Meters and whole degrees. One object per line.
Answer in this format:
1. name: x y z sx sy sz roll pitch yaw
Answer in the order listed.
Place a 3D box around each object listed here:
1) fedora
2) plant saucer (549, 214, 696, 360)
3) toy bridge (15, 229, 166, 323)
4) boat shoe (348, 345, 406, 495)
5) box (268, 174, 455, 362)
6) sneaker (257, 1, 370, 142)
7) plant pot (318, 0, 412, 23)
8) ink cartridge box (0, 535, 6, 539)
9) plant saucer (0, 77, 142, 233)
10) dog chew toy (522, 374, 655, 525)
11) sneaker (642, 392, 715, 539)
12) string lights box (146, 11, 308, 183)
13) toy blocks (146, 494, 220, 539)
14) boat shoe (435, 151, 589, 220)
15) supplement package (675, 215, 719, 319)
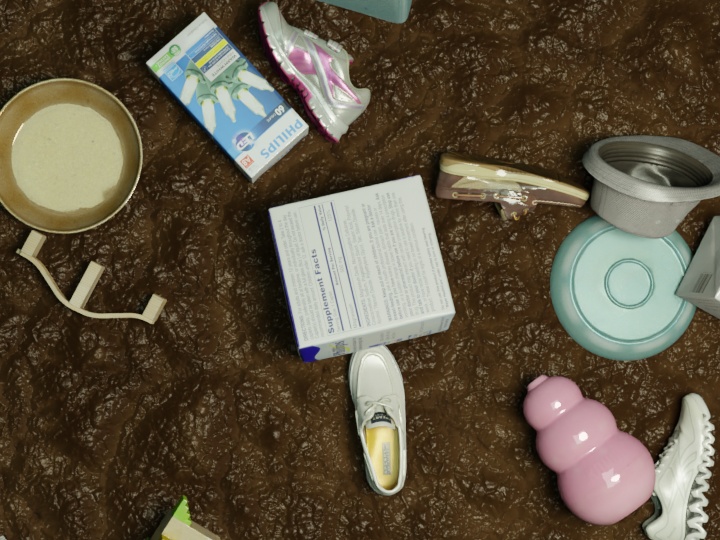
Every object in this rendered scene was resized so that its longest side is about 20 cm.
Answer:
1. fedora: 0.371 -0.101 1.580 0.200 0.177 0.090 -13 126 -36
2. plant saucer: 0.350 0.018 1.620 0.200 0.027 0.201 0 86 -3
3. toy bridge: -0.353 0.020 1.591 0.200 0.027 0.067 27 87 0
4. boat shoe: 0.025 0.187 1.573 0.071 0.070 0.201 -4 84 -4
5. box: 0.000 0.000 1.556 0.200 0.105 0.184 -12 77 -3
6. sneaker: -0.060 -0.268 1.600 0.088 0.081 0.200 -36 97 -5
7. plant pot: -0.004 -0.452 1.549 0.196 0.200 0.196 16 85 -2
8. ink cartridge box: -0.517 0.436 1.529 0.200 0.084 0.145 -21 87 -4
9. plant saucer: -0.380 -0.146 1.596 0.200 0.035 0.201 0 87 -3
10. dog chew toy: 0.280 0.219 1.561 0.124 0.125 0.200 -35 81 -4
11. sneaker: 0.409 0.256 1.588 0.081 0.075 0.201 6 86 7
12. string lights box: -0.170 -0.221 1.597 0.103 0.059 0.200 -43 89 -5
13. toy blocks: -0.220 0.401 1.548 0.137 0.100 0.200 34 85 -11
14. boat shoe: 0.195 -0.100 1.607 0.200 0.072 0.072 10 107 -7
15. supplement package: 0.530 0.027 1.566 0.200 0.121 0.120 28 86 -9
